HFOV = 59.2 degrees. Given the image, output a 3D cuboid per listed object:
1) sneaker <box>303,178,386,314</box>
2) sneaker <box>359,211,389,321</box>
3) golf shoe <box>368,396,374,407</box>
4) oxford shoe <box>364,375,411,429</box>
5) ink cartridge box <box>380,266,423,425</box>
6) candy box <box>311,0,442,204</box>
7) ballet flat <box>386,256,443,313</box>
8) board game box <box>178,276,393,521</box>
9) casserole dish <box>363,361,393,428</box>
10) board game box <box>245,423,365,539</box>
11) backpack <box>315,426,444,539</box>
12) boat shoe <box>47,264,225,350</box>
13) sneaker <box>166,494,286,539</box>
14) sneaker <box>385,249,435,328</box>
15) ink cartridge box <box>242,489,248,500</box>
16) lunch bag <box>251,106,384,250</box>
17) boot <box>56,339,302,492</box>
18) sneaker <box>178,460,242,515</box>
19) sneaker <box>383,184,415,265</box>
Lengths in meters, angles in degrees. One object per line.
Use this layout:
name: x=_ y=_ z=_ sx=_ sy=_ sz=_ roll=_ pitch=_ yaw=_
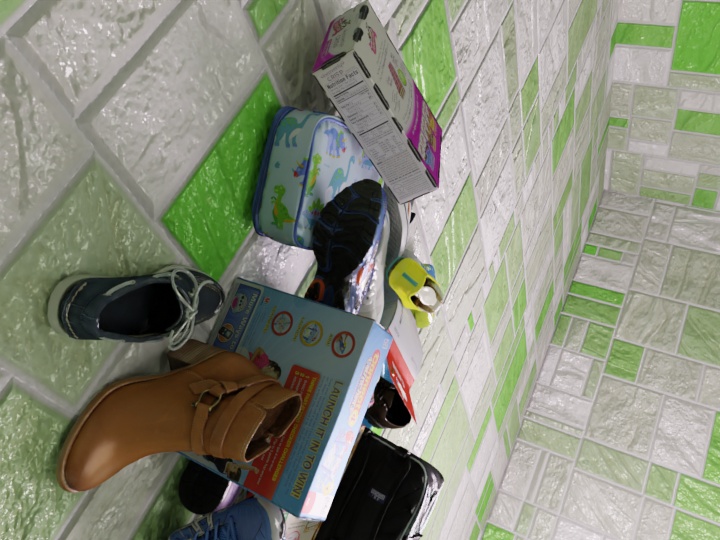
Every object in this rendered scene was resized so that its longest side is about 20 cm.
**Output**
sneaker: x=-0.014 y=-0.016 z=0.733 sx=0.078 sy=0.075 sz=0.203 roll=-36 pitch=152 yaw=-55
sneaker: x=0.000 y=0.000 z=0.910 sx=0.081 sy=0.075 sz=0.205 roll=-21 pitch=115 yaw=-83
golf shoe: x=-0.026 y=0.127 z=0.790 sx=0.200 sy=0.071 sz=0.094 roll=12 pitch=94 yaw=-72
oxford shoe: x=0.014 y=0.179 z=0.988 sx=0.200 sy=0.084 sz=0.073 roll=44 pitch=60 yaw=-29
ink cartridge box: x=0.070 y=0.119 z=1.024 sx=0.164 sy=0.056 sz=0.202 roll=63 pitch=7 yaw=-47
candy box: x=0.028 y=-0.201 z=0.768 sx=0.201 sy=0.060 sz=0.138 roll=53 pitch=31 yaw=-32
ballet flat: x=0.094 y=0.034 z=0.980 sx=0.067 sy=0.067 sz=0.200 roll=-54 pitch=157 yaw=-1
board game box: x=-0.089 y=0.128 z=0.679 sx=0.056 sy=0.193 sz=0.203 roll=43 pitch=66 yaw=-56
casserole dish: x=0.015 y=0.208 z=1.109 sx=0.200 sy=0.038 sz=0.123 roll=-48 pitch=143 yaw=-44
board game box: x=-0.081 y=0.283 z=0.829 sx=0.151 sy=0.046 sz=0.203 roll=30 pitch=84 yaw=-60
backpack: x=0.014 y=0.355 z=0.938 sx=0.202 sy=0.175 sz=0.151 roll=-61 pitch=146 yaw=-14
boat shoe: x=-0.186 y=0.032 z=0.589 sx=0.199 sy=0.061 sz=0.076 roll=10 pitch=93 yaw=-64
sneaker: x=-0.157 y=0.302 z=0.682 sx=0.199 sy=0.077 sz=0.076 roll=-38 pitch=155 yaw=26
sneaker: x=0.093 y=0.010 z=1.142 sx=0.202 sy=0.074 sz=0.106 roll=72 pitch=23 yaw=-47
ink cartridge box: x=-0.099 y=0.308 z=0.929 sx=0.197 sy=0.043 sz=0.204 roll=-17 pitch=118 yaw=-60
lunch bag: x=-0.043 y=-0.107 z=0.777 sx=0.199 sy=0.081 sz=0.164 roll=0 pitch=105 yaw=-63
boot: x=-0.163 y=0.148 z=0.588 sx=0.200 sy=0.153 sz=0.075 roll=-46 pitch=142 yaw=-37
sneaker: x=-0.142 y=0.199 z=0.773 sx=0.202 sy=0.075 sz=0.088 roll=-58 pitch=159 yaw=-17
sneaker: x=0.053 y=-0.110 z=0.969 sx=0.079 sy=0.077 sz=0.204 roll=-34 pitch=132 yaw=-45
